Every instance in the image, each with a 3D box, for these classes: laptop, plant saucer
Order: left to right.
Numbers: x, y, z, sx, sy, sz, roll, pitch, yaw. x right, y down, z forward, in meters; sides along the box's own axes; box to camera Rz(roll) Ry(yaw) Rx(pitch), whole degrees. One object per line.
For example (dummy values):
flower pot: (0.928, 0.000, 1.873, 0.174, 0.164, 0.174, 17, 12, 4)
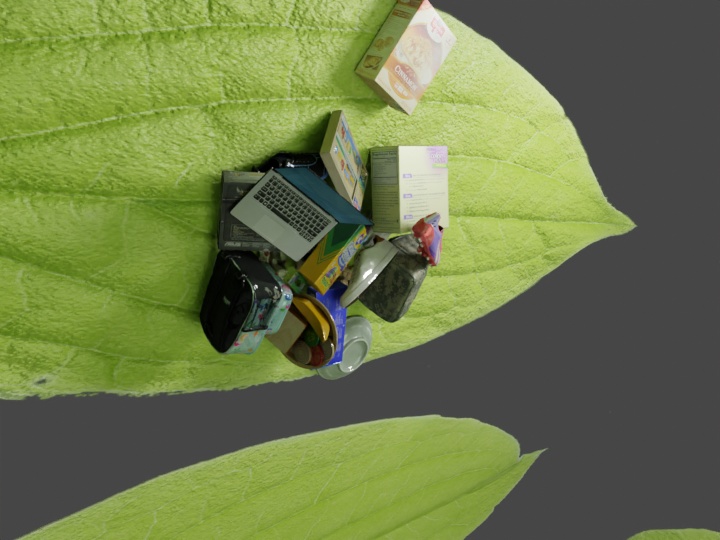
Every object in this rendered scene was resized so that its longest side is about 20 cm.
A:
laptop: (-0.115, -0.101, 1.307, 0.200, 0.116, 0.187, -42, 124, 15)
plant saucer: (-0.032, 0.221, 1.857, 0.199, 0.050, 0.201, -27, 134, -31)

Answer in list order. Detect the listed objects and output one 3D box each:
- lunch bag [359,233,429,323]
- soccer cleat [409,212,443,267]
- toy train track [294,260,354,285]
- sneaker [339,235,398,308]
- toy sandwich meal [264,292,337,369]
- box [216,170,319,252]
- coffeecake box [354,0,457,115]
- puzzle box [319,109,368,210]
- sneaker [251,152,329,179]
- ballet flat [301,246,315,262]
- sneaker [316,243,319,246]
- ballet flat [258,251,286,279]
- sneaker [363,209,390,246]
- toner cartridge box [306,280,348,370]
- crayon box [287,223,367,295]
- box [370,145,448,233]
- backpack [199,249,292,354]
lunch bag: (0.101, 0.012, 1.757, 0.168, 0.139, 0.201, -39, 158, -44)
soccer cleat: (0.170, -0.069, 1.600, 0.076, 0.067, 0.200, -38, 153, -1)
toy train track: (-0.067, 0.000, 1.640, 0.199, 0.032, 0.116, 12, 73, -37)
sneaker: (0.000, 0.000, 1.597, 0.200, 0.085, 0.073, -50, 177, -24)
toy sandwich meal: (-0.145, 0.139, 1.555, 0.070, 0.204, 0.206, -27, 137, -57)
box: (-0.186, -0.116, 1.380, 0.198, 0.048, 0.159, 1, 124, -16)
coffeecake box: (0.101, -0.469, 1.484, 0.153, 0.073, 0.201, 29, 94, -51)
puzzle box: (-0.032, -0.232, 1.493, 0.200, 0.025, 0.134, 63, 32, -49)
sneaker: (-0.139, -0.214, 1.418, 0.199, 0.070, 0.078, -31, 143, -26)
ballet flat: (-0.110, -0.103, 1.464, 0.066, 0.057, 0.201, -12, 134, -18)
sneaker: (-0.076, -0.086, 1.565, 0.090, 0.075, 0.201, -20, 124, -38)
ballet flat: (-0.189, -0.026, 1.506, 0.075, 0.064, 0.201, -18, 129, -36)
sneaker: (0.020, -0.081, 1.674, 0.199, 0.075, 0.100, -34, 136, -24)
toner cartridge box: (-0.084, 0.131, 1.620, 0.094, 0.043, 0.201, -9, 114, -36)
crayon box: (-0.066, -0.024, 1.477, 0.200, 0.051, 0.126, -51, 168, -7)
box: (0.119, -0.196, 1.627, 0.175, 0.096, 0.202, -10, 102, -42)
backpack: (-0.248, 0.073, 1.427, 0.150, 0.178, 0.201, 9, 117, -45)
